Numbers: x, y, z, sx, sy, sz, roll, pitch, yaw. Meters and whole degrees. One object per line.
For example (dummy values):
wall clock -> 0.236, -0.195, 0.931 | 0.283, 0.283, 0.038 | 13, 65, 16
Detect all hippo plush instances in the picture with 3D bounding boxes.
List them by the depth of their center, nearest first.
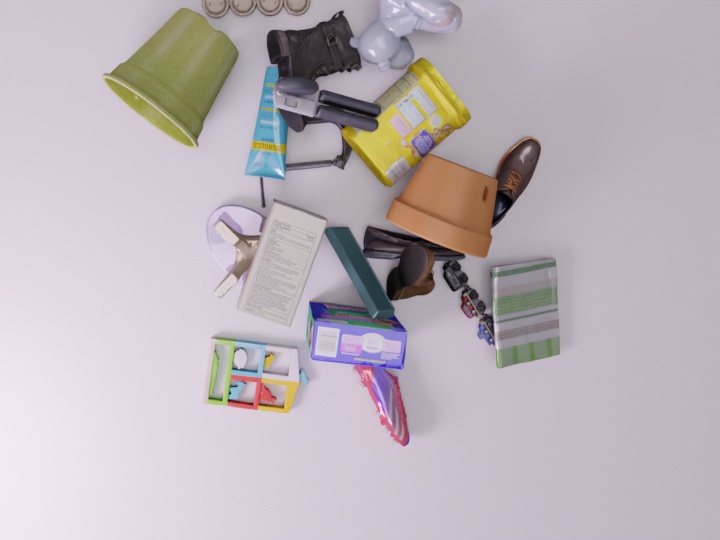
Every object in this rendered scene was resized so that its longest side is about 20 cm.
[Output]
hippo plush -> 0.076, -0.427, 1.600 | 0.159, 0.200, 0.161 | 37, 107, 28

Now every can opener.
can opener -> -0.054, -0.288, 1.552 | 0.199, 0.067, 0.054 | 12, 84, -18

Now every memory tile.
memory tile -> -0.191, -0.540, 1.636 | 0.198, 0.017, 0.154 | -3, 98, -5

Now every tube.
tube -> -0.162, -0.269, 1.651 | 0.077, 0.050, 0.202 | 8, 92, 13

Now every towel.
towel -> 0.320, 0.081, 1.760 | 0.148, 0.031, 0.201 | -8, 102, -20

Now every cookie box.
cookie box -> -0.013, 0.116, 1.657 | 0.170, 0.200, 0.076 | 7, 97, -8

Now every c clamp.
c clamp -> -0.105, -0.221, 1.689 | 0.199, 0.027, 0.172 | -12, 93, -4

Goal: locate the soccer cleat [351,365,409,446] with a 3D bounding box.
soccer cleat -> 0.057, 0.249, 1.755 | 0.076, 0.067, 0.201 | -30, 98, -6

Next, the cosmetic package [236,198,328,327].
cosmetic package -> -0.138, -0.014, 1.574 | 0.105, 0.071, 0.201 | 20, 97, -10

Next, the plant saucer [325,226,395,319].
plant saucer -> 0.000, 0.000, 1.667 | 0.019, 0.070, 0.201 | -39, 70, 30

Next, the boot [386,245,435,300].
boot -> 0.110, 0.004, 1.667 | 0.075, 0.200, 0.074 | 2, 70, -14

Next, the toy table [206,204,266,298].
toy table -> -0.202, -0.030, 1.659 | 0.199, 0.117, 0.184 | 33, 94, -11

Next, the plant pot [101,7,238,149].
plant pot -> -0.317, -0.347, 1.577 | 0.200, 0.200, 0.185 | 35, 81, -10

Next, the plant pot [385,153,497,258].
plant pot -> 0.161, -0.124, 1.637 | 0.199, 0.200, 0.141 | 19, 98, -8

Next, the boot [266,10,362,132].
boot -> -0.070, -0.361, 1.627 | 0.173, 0.069, 0.201 | -16, 102, -30

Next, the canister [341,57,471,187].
canister -> 0.082, -0.270, 1.661 | 0.200, 0.087, 0.149 | -41, 101, -3

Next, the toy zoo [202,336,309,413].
toy zoo -> -0.198, 0.205, 1.741 | 0.199, 0.020, 0.132 | 8, 97, -7

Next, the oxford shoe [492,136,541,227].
oxford shoe -> 0.288, -0.163, 1.712 | 0.071, 0.073, 0.201 | 29, 94, -10

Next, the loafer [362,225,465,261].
loafer -> 0.103, -0.051, 1.713 | 0.198, 0.072, 0.063 | 1, 94, -3

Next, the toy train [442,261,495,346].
toy train -> 0.218, 0.069, 1.759 | 0.046, 0.034, 0.201 | -33, 100, 3
